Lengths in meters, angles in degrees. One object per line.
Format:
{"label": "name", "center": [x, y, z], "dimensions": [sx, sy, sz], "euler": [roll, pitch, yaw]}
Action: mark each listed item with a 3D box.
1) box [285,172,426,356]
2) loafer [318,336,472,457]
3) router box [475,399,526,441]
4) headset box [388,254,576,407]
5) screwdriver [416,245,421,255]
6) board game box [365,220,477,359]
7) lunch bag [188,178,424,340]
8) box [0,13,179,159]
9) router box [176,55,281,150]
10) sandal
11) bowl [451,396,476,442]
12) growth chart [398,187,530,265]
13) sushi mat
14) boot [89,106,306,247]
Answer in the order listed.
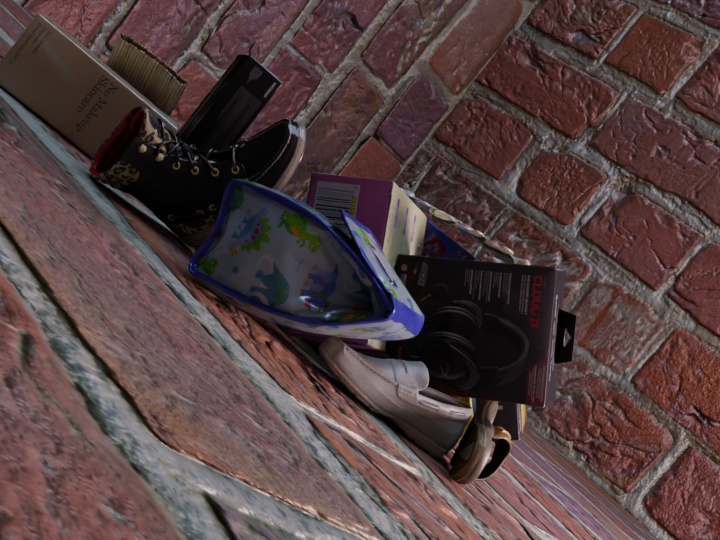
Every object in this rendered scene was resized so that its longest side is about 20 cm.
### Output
{"label": "box", "center": [0.000, 0.000, 1.305], "dimensions": [0.095, 0.178, 0.200], "euler": [7, -6, 15]}
{"label": "loafer", "center": [0.038, 0.119, 1.191], "dimensions": [0.200, 0.070, 0.070], "euler": [39, 2, -33]}
{"label": "router box", "center": [0.169, 0.097, 1.410], "dimensions": [0.052, 0.203, 0.157], "euler": [-3, 2, 12]}
{"label": "headset box", "center": [0.137, 0.065, 1.263], "dimensions": [0.198, 0.151, 0.077], "euler": [6, 1, 20]}
{"label": "screwdriver", "center": [0.063, 0.072, 1.350], "dimensions": [0.028, 0.203, 0.029], "euler": [6, -12, -26]}
{"label": "board game box", "center": [0.042, 0.023, 1.521], "dimensions": [0.134, 0.201, 0.045], "euler": [40, 3, 21]}
{"label": "lunch bag", "center": [-0.038, 0.005, 1.104], "dimensions": [0.198, 0.129, 0.170], "euler": [27, 0, 14]}
{"label": "box", "center": [-0.312, -0.193, 1.320], "dimensions": [0.199, 0.095, 0.078], "euler": [38, 3, -13]}
{"label": "router box", "center": [-0.184, -0.171, 1.409], "dimensions": [0.052, 0.201, 0.157], "euler": [38, 3, -15]}
{"label": "sandal", "center": [0.134, 0.191, 1.228], "dimensions": [0.054, 0.081, 0.200], "euler": [28, 7, 4]}
{"label": "bowl", "center": [0.094, 0.117, 1.430], "dimensions": [0.106, 0.203, 0.200], "euler": [-3, -8, 11]}
{"label": "growth chart", "center": [0.115, -0.057, 1.432], "dimensions": [0.199, 0.018, 0.145], "euler": [30, 1, -5]}
{"label": "sushi mat", "center": [-0.280, -0.200, 1.398], "dimensions": [0.095, 0.012, 0.200], "euler": [36, -38, -6]}
{"label": "boot", "center": [-0.166, -0.114, 1.175], "dimensions": [0.150, 0.199, 0.074], "euler": [32, 42, -35]}
